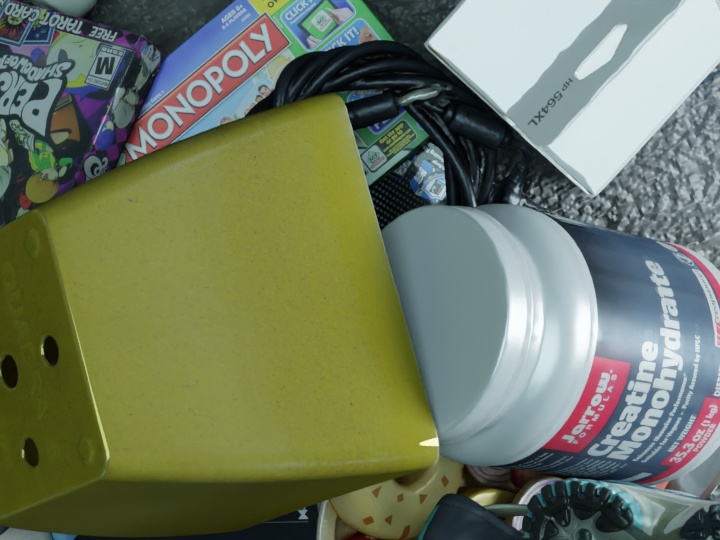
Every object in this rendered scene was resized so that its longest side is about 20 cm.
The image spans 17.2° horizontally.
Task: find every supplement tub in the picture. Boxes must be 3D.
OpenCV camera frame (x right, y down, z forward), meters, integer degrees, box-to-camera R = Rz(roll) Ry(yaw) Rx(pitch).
[{"bbox_3d":[0.102,0.041,1.289,0.140,0.200,0.141,-12,74,45],"label":"supplement tub"}]

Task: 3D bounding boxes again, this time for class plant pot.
[{"bbox_3d":[-0.109,0.039,1.228,0.200,0.176,0.200,-24,78,51],"label":"plant pot"}]

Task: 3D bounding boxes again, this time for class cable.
[{"bbox_3d":[-0.008,-0.027,1.336,0.163,0.051,0.200,32,101,-18],"label":"cable"}]

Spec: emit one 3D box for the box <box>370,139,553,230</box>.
[{"bbox_3d":[-0.015,-0.003,1.419,0.200,0.048,0.193,33,95,3],"label":"box"}]

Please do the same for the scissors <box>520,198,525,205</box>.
[{"bbox_3d":[0.000,0.000,1.387,0.200,0.014,0.073,-41,86,10],"label":"scissors"}]

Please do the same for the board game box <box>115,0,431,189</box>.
[{"bbox_3d":[-0.062,-0.078,1.380,0.200,0.029,0.135,-39,86,5],"label":"board game box"}]

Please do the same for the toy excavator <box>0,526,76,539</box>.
[{"bbox_3d":[-0.201,0.066,1.371,0.194,0.100,0.200,34,63,29],"label":"toy excavator"}]

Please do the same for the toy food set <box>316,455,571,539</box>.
[{"bbox_3d":[0.059,0.146,1.372,0.198,0.049,0.200,-5,96,-37],"label":"toy food set"}]

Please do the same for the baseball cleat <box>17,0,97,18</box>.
[{"bbox_3d":[-0.230,-0.233,1.422,0.200,0.070,0.107,34,89,-7],"label":"baseball cleat"}]

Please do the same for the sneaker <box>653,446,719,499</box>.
[{"bbox_3d":[0.203,0.102,1.392,0.082,0.077,0.200,8,98,-6],"label":"sneaker"}]

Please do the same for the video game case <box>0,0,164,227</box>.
[{"bbox_3d":[-0.235,-0.074,1.382,0.200,0.036,0.182,18,77,27],"label":"video game case"}]

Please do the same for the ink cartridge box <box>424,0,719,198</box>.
[{"bbox_3d":[0.126,-0.130,1.319,0.125,0.200,0.129,42,96,2],"label":"ink cartridge box"}]

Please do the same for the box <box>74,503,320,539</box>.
[{"bbox_3d":[-0.106,0.190,1.406,0.200,0.079,0.141,-2,104,13],"label":"box"}]

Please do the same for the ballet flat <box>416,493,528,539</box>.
[{"bbox_3d":[0.114,0.173,1.345,0.200,0.073,0.073,24,97,-30],"label":"ballet flat"}]

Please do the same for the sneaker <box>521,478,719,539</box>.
[{"bbox_3d":[0.191,0.148,1.260,0.200,0.086,0.078,17,101,31],"label":"sneaker"}]
